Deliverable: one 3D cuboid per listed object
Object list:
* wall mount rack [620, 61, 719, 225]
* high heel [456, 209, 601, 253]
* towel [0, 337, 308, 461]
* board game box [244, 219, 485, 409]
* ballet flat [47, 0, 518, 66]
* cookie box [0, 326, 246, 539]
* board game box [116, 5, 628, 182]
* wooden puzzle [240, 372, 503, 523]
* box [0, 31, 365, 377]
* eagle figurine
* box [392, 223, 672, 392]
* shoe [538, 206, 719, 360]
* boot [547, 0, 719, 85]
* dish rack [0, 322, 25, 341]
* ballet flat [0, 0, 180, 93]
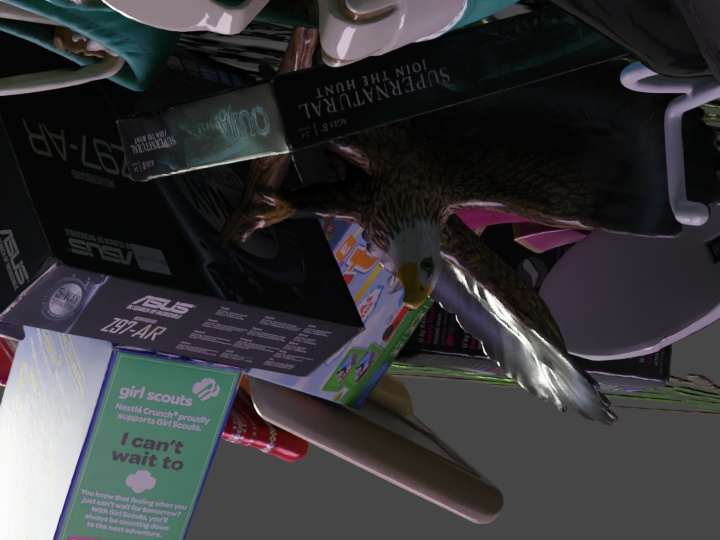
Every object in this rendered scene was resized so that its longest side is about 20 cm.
[{"bbox_3d":[0.209,-0.054,0.967,0.200,0.075,0.174,-3,177,-17],"label":"wall mount rack"},{"bbox_3d":[0.096,-0.053,1.278,0.096,0.067,0.200,-19,154,24],"label":"high heel"},{"bbox_3d":[-0.139,0.072,1.515,0.200,0.023,0.145,15,-173,-21],"label":"towel"},{"bbox_3d":[0.000,0.000,1.399,0.037,0.151,0.200,36,-177,20],"label":"board game box"},{"bbox_3d":[-0.026,-0.102,0.844,0.200,0.070,0.067,7,142,-6],"label":"ballet flat"},{"bbox_3d":[-0.139,0.085,1.335,0.075,0.200,0.171,9,-152,-21],"label":"cookie box"},{"bbox_3d":[0.023,-0.074,0.946,0.200,0.028,0.135,-17,-175,-28],"label":"board game box"},{"bbox_3d":[-0.018,0.086,1.557,0.185,0.037,0.200,28,-171,-23],"label":"wooden puzzle"},{"bbox_3d":[-0.103,-0.039,1.132,0.044,0.160,0.200,-40,147,28],"label":"box"},{"bbox_3d":[0.043,-0.026,1.116,0.200,0.151,0.152,15,161,-11],"label":"eagle figurine"},{"bbox_3d":[0.093,0.013,1.582,0.200,0.106,0.122,7,174,-6],"label":"box"},{"bbox_3d":[0.196,-0.005,1.307,0.200,0.072,0.091,-27,161,24],"label":"shoe"},{"bbox_3d":[0.029,-0.109,0.731,0.158,0.080,0.211,-5,159,25],"label":"boot"},{"bbox_3d":[-0.249,-0.053,1.243,0.200,0.044,0.172,43,-174,24],"label":"dish rack"},{"bbox_3d":[-0.157,-0.104,0.922,0.200,0.070,0.067,10,174,-24],"label":"ballet flat"}]
